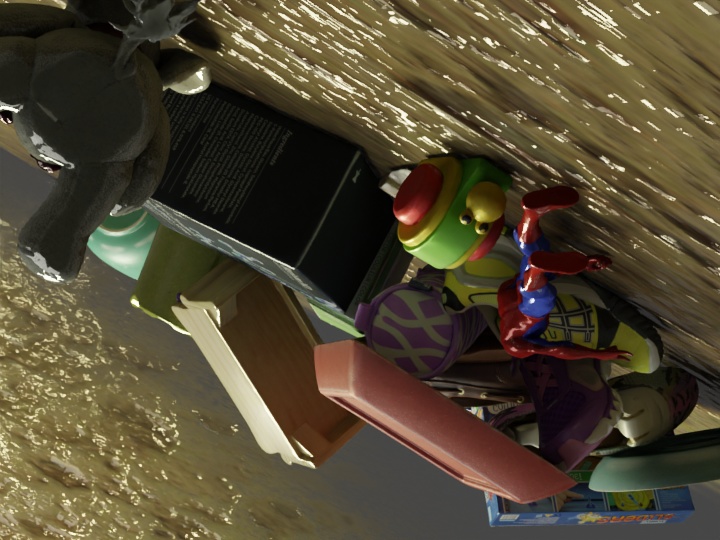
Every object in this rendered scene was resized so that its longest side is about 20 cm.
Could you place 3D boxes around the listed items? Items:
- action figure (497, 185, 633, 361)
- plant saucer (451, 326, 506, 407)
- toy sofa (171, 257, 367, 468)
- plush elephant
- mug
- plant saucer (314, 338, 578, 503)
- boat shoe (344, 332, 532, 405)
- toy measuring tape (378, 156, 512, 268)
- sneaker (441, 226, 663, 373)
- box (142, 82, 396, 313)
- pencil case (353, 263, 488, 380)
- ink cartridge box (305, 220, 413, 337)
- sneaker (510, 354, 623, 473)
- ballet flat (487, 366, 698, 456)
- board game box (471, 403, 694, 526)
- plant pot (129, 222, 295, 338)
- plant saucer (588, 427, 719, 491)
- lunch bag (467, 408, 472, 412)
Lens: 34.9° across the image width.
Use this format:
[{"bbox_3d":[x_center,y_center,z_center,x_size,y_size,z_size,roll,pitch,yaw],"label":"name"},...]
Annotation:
[{"bbox_3d":[0.142,0.012,0.759,0.099,0.065,0.200,-1,159,-2],"label":"action figure"},{"bbox_3d":[0.099,0.076,1.178,0.200,0.037,0.201,1,-157,0],"label":"plant saucer"},{"bbox_3d":[-0.082,0.081,1.071,0.097,0.083,0.200,0,124,57],"label":"toy sofa"},{"bbox_3d":[-0.184,-0.127,0.752,0.165,0.200,0.155,45,-170,-21],"label":"plush elephant"},{"bbox_3d":[-0.293,-0.078,1.459,0.185,0.152,0.114,24,172,20],"label":"mug"},{"bbox_3d":[0.052,0.125,0.919,0.200,0.037,0.200,32,170,-6],"label":"plant saucer"},{"bbox_3d":[0.077,0.097,1.066,0.199,0.071,0.070,1,-163,17],"label":"boat shoe"},{"bbox_3d":[0.044,-0.038,0.783,0.073,0.074,0.200,30,172,-18],"label":"toy measuring tape"},{"bbox_3d":[0.146,0.036,0.893,0.200,0.077,0.075,29,171,-14],"label":"sneaker"},{"bbox_3d":[-0.089,-0.066,0.946,0.200,0.107,0.148,25,172,20],"label":"box"},{"bbox_3d":[0.061,0.036,0.971,0.085,0.084,0.200,12,-171,16],"label":"pencil case"},{"bbox_3d":[0.000,0.000,1.086,0.059,0.104,0.200,27,173,8],"label":"ink cartridge box"},{"bbox_3d":[0.161,0.086,0.942,0.088,0.080,0.200,41,-153,-9],"label":"sneaker"},{"bbox_3d":[0.207,0.135,1.009,0.199,0.069,0.071,-13,-178,2],"label":"ballet flat"},{"bbox_3d":[0.216,0.181,1.130,0.199,0.136,0.034,2,146,-11],"label":"board game box"},{"bbox_3d":[-0.132,-0.016,1.154,0.200,0.185,0.200,28,173,4],"label":"plant pot"},{"bbox_3d":[0.300,0.163,1.021,0.199,0.028,0.200,-10,174,-1],"label":"plant saucer"},{"bbox_3d":[0.138,0.119,1.348,0.200,0.124,0.170,13,167,41],"label":"lunch bag"}]
